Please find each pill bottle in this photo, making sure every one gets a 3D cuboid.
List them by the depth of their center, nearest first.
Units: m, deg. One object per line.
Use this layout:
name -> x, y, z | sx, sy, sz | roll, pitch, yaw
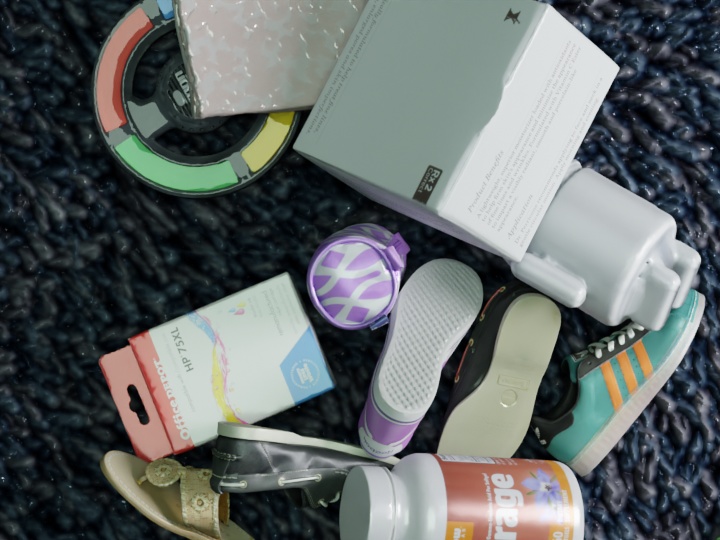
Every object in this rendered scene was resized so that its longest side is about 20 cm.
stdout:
pill bottle -> 0.088, 0.220, 1.616 | 0.199, 0.112, 0.113 | 5, 88, -19

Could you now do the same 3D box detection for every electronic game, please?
electronic game -> -0.151, -0.167, 1.695 | 0.198, 0.042, 0.202 | 0, 88, 0

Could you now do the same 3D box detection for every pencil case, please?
pencil case -> 0.000, 0.000, 1.611 | 0.085, 0.200, 0.084 | -38, 94, 4

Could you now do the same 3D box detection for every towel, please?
towel -> -0.080, -0.241, 1.671 | 0.190, 0.032, 0.201 | -9, 85, -21

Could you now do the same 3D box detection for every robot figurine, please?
robot figurine -> 0.203, -0.027, 1.639 | 0.199, 0.169, 0.113 | 33, 132, 19

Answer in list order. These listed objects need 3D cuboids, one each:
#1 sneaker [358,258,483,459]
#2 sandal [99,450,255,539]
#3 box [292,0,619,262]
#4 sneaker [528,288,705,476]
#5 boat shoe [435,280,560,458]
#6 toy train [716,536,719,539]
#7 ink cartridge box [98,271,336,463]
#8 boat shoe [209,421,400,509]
sneaker -> 0.045, 0.083, 1.662 | 0.072, 0.115, 0.201 | 27, 50, 5
sandal -> -0.131, 0.211, 1.650 | 0.212, 0.078, 0.070 | 41, 109, -10
box -> 0.082, -0.142, 1.603 | 0.199, 0.130, 0.200 | 26, 87, 43
sneaker -> 0.233, 0.087, 1.667 | 0.080, 0.071, 0.200 | 37, 90, -3
boat shoe -> 0.122, 0.106, 1.674 | 0.073, 0.063, 0.202 | 19, 102, -17
toy train -> 0.331, 0.310, 1.674 | 0.056, 0.042, 0.201 | 26, 88, -8
ink cartridge box -> -0.134, 0.093, 1.671 | 0.199, 0.067, 0.117 | -23, 88, 0
boat shoe -> -0.043, 0.181, 1.641 | 0.199, 0.072, 0.068 | 12, 83, -28
